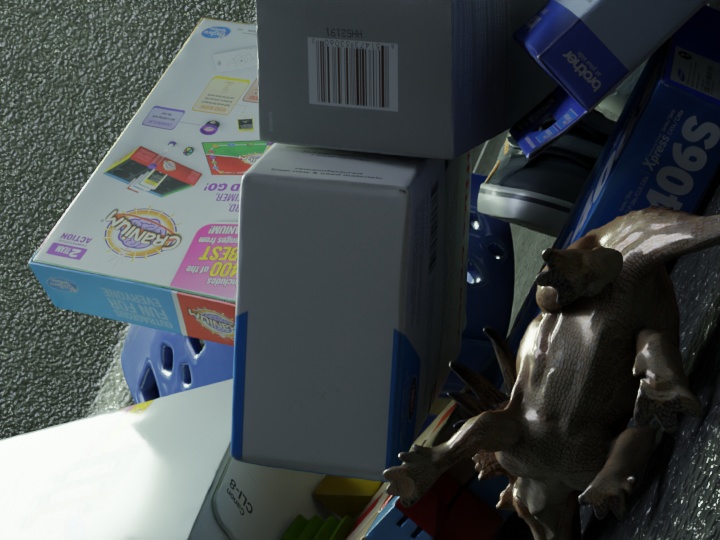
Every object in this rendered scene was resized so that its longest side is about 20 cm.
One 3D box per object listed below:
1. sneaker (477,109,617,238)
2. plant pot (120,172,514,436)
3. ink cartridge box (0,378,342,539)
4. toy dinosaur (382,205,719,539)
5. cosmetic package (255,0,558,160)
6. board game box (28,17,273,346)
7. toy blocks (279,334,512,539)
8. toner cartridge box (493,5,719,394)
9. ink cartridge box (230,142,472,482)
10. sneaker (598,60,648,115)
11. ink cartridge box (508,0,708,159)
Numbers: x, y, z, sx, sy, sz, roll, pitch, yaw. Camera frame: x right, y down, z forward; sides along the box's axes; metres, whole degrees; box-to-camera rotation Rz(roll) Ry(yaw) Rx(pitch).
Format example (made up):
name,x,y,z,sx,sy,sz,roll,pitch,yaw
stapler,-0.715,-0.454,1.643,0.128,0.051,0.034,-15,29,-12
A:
name,x,y,z,sx,sy,sz,roll,pitch,yaw
sneaker,0.112,-0.058,1.384,0.200,0.078,0.079,-66,-6,-86
plant pot,-0.016,0.058,1.468,0.180,0.200,0.200,-107,34,-44
ink cartridge box,-0.115,0.168,1.306,0.200,0.145,0.145,-15,30,28
toy dinosaur,0.086,0.032,0.940,0.200,0.086,0.136,-60,-3,22
cosmetic package,0.036,-0.116,1.204,0.200,0.107,0.090,-37,-51,-62
board game box,-0.071,-0.053,1.369,0.200,0.153,0.040,-58,-38,-29
toy blocks,0.041,0.116,1.227,0.137,0.100,0.200,-50,1,32
toner cartridge box,0.121,-0.021,1.135,0.095,0.043,0.200,-65,0,-58
ink cartridge box,0.000,0.000,1.214,0.200,0.084,0.146,-55,-31,-71
sneaker,0.135,-0.129,1.364,0.076,0.105,0.200,-37,46,2
ink cartridge box,0.133,-0.135,1.094,0.200,0.042,0.119,-45,8,7
